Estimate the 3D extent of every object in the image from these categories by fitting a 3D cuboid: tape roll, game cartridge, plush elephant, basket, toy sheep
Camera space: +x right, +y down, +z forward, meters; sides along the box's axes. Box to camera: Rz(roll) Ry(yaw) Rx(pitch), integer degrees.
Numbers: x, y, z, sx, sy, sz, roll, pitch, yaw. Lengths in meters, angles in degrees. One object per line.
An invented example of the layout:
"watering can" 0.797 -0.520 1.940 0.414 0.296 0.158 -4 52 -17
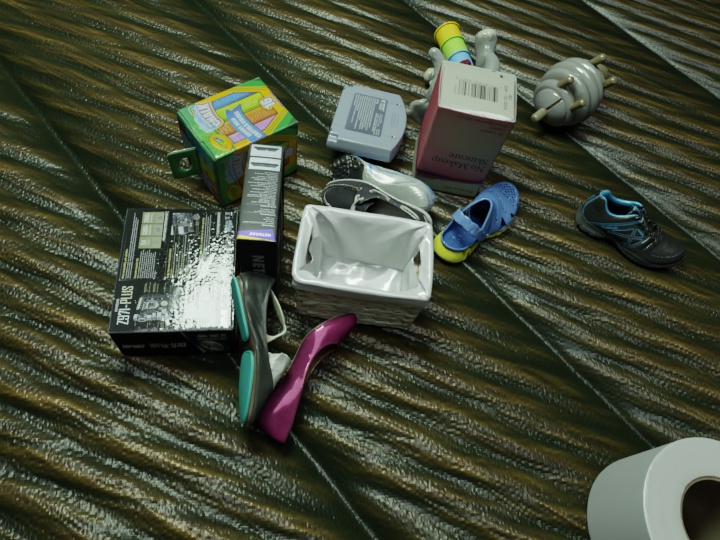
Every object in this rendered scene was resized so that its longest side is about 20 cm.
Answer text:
"tape roll" 0.418 0.330 0.692 0.202 0.139 0.204 3 62 -6
"game cartridge" 0.018 -0.273 0.999 0.133 0.042 0.201 15 45 -4
"plush elephant" 0.172 -0.345 1.009 0.154 0.164 0.201 1 75 -51
"basket" 0.000 0.000 0.820 0.199 0.124 0.136 9 60 -4
"toy sheep" 0.414 -0.352 1.072 0.199 0.138 0.138 -31 70 -16

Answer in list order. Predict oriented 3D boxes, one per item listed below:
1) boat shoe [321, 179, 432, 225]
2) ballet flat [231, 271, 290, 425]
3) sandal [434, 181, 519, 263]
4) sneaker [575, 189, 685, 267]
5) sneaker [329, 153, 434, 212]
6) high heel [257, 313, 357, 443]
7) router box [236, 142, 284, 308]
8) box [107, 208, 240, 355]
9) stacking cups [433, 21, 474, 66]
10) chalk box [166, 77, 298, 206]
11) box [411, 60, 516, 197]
"boat shoe" 0.019 -0.098 0.890 0.199 0.074 0.060 26 18 13
"ballet flat" -0.129 0.099 0.714 0.068 0.068 0.201 -2 85 -24
"sandal" 0.210 -0.094 0.926 0.079 0.087 0.200 40 61 15
"sneaker" 0.487 -0.071 0.956 0.199 0.082 0.073 26 59 4
"sneaker" 0.036 -0.149 0.948 0.199 0.072 0.072 26 18 16
"high heel" -0.064 0.148 0.764 0.200 0.067 0.096 -39 69 -12
"router box" -0.140 -0.057 0.786 0.052 0.200 0.158 3 60 -7
"box" -0.262 0.015 0.793 0.163 0.086 0.201 -1 61 -9
"stacking cups" 0.209 -0.425 1.120 0.060 0.061 0.201 -8 63 -13
"chalk box" -0.219 -0.205 0.901 0.200 0.125 0.124 -33 70 -22
"box" 0.172 -0.236 0.931 0.127 0.200 0.109 11 60 -2
